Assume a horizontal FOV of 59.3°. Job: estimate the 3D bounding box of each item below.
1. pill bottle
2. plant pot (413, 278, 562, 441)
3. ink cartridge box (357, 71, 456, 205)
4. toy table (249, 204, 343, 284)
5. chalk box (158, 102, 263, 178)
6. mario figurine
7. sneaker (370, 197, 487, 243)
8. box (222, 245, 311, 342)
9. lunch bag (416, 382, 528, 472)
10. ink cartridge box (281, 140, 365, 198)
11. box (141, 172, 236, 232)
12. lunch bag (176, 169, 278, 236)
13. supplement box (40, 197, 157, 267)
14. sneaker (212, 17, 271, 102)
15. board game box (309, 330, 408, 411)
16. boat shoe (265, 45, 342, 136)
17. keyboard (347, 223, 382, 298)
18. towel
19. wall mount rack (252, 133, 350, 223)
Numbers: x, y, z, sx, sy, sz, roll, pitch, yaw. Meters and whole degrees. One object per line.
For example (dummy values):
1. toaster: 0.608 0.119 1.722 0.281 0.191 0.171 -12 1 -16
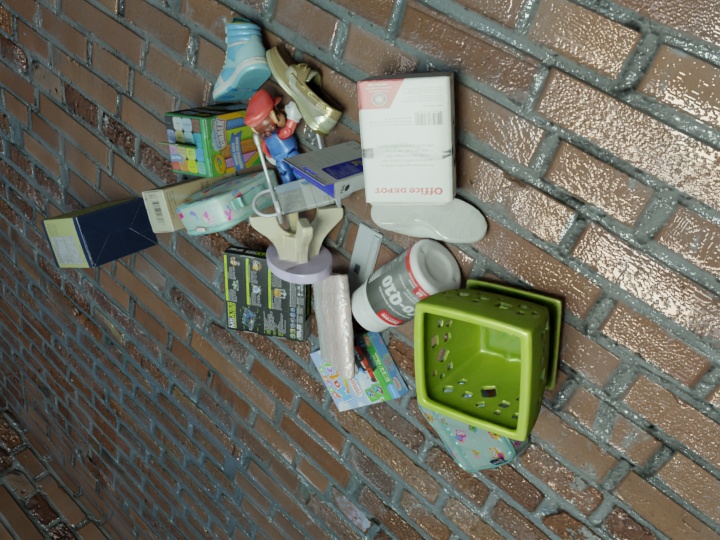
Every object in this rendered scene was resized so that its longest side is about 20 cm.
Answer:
1. pill bottle: 0.077 0.035 1.160 0.200 0.114 0.114 -36 85 44
2. plant pot: 0.219 0.127 1.038 0.200 0.181 0.199 14 118 35
3. ink cartridge box: 0.080 -0.214 1.031 0.147 0.083 0.200 1 113 14
4. toy table: -0.125 -0.065 1.252 0.200 0.184 0.117 37 134 52
5. chalk box: -0.310 -0.263 1.286 0.125 0.200 0.124 15 119 35
6. mario figurine: -0.147 -0.267 1.254 0.123 0.106 0.200 -25 106 8
7. sneaker: 0.122 -0.085 1.105 0.200 0.088 0.075 12 77 14
8. box: -0.207 0.054 1.410 0.193 0.048 0.200 9 118 13
9. lunch bag: 0.207 0.282 1.192 0.160 0.077 0.200 -35 86 44
10. ink cartridge box: -0.040 -0.176 1.100 0.099 0.200 0.039 36 126 23
11. box: -0.361 -0.154 1.380 0.078 0.200 0.095 1 111 40
12. lunch bag: -0.264 -0.139 1.296 0.160 0.200 0.077 -2 116 38
13. supplement box: -0.696 -0.101 1.687 0.200 0.200 0.134 1 110 39
14. sneaker: -0.242 -0.419 1.252 0.200 0.079 0.131 -14 86 52
15. board game box: -0.007 0.219 1.371 0.200 0.037 0.151 -26 92 45
16. boat shoe: -0.100 -0.344 1.170 0.066 0.074 0.200 -39 82 27
17. keyboard: 0.000 0.000 1.283 0.056 0.011 0.200 36 129 29
18. towel: -0.055 0.103 1.275 0.191 0.032 0.200 -172 76 -71
19. wall mount rack: -0.116 -0.182 1.185 0.075 0.200 0.174 91 162 -64
